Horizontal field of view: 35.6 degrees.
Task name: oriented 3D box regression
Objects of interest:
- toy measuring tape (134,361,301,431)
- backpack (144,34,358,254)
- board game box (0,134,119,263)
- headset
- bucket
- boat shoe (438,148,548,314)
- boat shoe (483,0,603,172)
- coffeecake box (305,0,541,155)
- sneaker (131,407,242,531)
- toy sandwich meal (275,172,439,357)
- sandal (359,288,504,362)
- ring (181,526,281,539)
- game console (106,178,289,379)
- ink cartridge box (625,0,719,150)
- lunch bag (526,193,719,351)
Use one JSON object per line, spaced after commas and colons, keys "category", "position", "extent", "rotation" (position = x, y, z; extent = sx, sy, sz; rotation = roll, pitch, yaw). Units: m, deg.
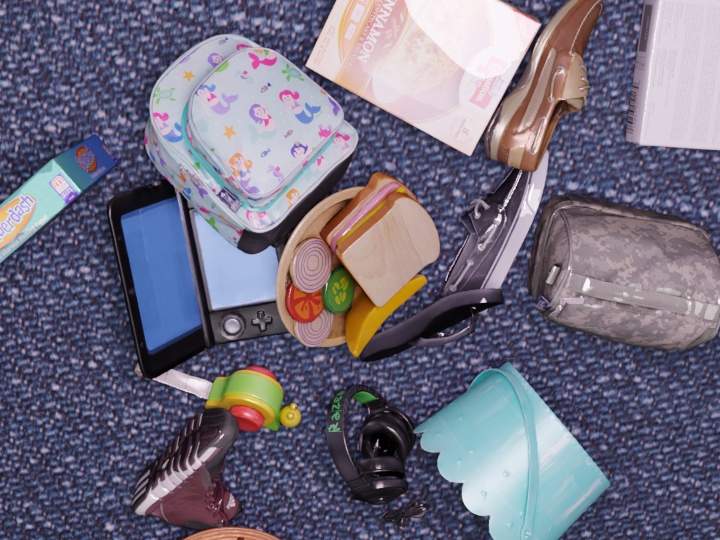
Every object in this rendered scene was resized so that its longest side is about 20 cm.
{"category": "toy measuring tape", "position": [-0.157, 0.131, 1.278], "extent": [0.198, 0.074, 0.074], "rotation": [23, 102, -7]}
{"category": "backpack", "position": [-0.122, -0.142, 1.159], "extent": [0.200, 0.151, 0.178], "rotation": [42, 67, 8]}
{"category": "board game box", "position": [-0.335, -0.066, 1.160], "extent": [0.152, 0.200, 0.045], "rotation": [-39, 102, 7]}
{"category": "headset", "position": [0.015, 0.222, 1.293], "extent": [0.093, 0.124, 0.200], "rotation": [-22, 124, 28]}
{"category": "bucket", "position": [0.170, 0.211, 1.248], "extent": [0.134, 0.207, 0.208], "rotation": [-40, 102, 1]}
{"category": "boat shoe", "position": [0.145, -0.052, 1.249], "extent": [0.067, 0.072, 0.202], "rotation": [20, 109, -8]}
{"category": "boat shoe", "position": [0.208, -0.194, 1.194], "extent": [0.073, 0.076, 0.202], "rotation": [31, 93, 18]}
{"category": "coffeecake box", "position": [0.066, -0.239, 1.177], "extent": [0.198, 0.073, 0.155], "rotation": [28, 107, -1]}
{"category": "sneaker", "position": [-0.169, 0.237, 1.293], "extent": [0.115, 0.076, 0.200], "rotation": [32, 129, -22]}
{"category": "toy sandwich meal", "position": [0.000, 0.000, 1.214], "extent": [0.203, 0.070, 0.208], "rotation": [-20, 124, -33]}
{"category": "sandal", "position": [0.083, 0.068, 1.241], "extent": [0.199, 0.076, 0.043], "rotation": [-30, 71, 38]}
{"category": "ring", "position": [-0.158, 0.385, 1.350], "extent": [0.197, 0.019, 0.203], "rotation": [-3, 116, -6]}
{"category": "game console", "position": [-0.164, -0.003, 1.224], "extent": [0.173, 0.117, 0.203], "rotation": [-9, 104, 1]}
{"category": "ink cartridge box", "position": [0.400, -0.213, 1.232], "extent": [0.197, 0.057, 0.165], "rotation": [2, 104, -11]}
{"category": "lunch bag", "position": [0.283, 0.008, 1.214], "extent": [0.197, 0.168, 0.141], "rotation": [12, 103, -4]}
